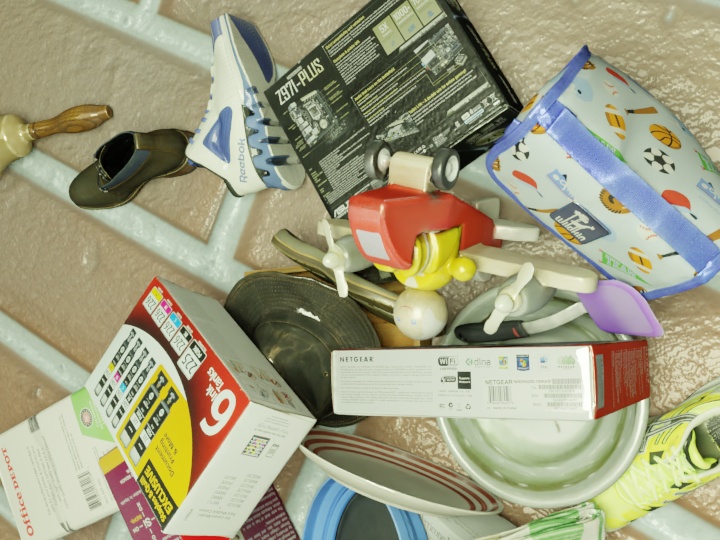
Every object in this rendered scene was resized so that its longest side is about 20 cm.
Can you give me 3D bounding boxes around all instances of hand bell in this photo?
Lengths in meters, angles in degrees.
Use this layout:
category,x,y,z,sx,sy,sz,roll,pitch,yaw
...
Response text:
category,x,y,z,sx,sy,sz,roll,pitch,yaw
hand bell,-0.403,-0.179,0.970,0.198,0.104,0.105,-12,87,13

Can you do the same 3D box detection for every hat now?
category,x,y,z,sx,sy,sz,roll,pitch,yaw
hat,-0.074,0.101,0.762,0.199,0.081,0.202,14,128,19

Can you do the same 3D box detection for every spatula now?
category,x,y,z,sx,sy,sz,roll,pitch,yaw
spatula,0.152,0.042,0.641,0.199,0.021,0.057,-16,116,47

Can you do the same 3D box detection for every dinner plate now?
category,x,y,z,sx,sy,sz,roll,pitch,yaw
dinner plate,0.030,0.185,0.692,0.199,0.200,0.024,16,86,25

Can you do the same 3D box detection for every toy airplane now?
category,x,y,z,sx,sy,sz,roll,pitch,yaw
toy airplane,0.066,-0.011,0.636,0.198,0.200,0.142,15,87,-12

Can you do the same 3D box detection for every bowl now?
category,x,y,z,sx,sy,sz,roll,pitch,yaw
bowl,0.003,0.296,0.747,0.200,0.039,0.202,-20,67,56

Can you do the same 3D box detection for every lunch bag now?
category,x,y,z,sx,sy,sz,roll,pitch,yaw
lunch bag,0.190,-0.075,0.586,0.170,0.200,0.124,41,110,-1

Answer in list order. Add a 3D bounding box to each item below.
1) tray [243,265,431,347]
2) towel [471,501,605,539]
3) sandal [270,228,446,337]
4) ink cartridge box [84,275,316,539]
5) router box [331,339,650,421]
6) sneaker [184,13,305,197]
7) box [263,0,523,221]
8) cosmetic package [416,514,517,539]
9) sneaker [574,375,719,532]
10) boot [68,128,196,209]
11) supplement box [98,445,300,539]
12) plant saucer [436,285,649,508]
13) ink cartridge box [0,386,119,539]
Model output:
category,x,y,z,sx,sy,sz,roll,pitch,yaw
tray,-0.027,0.041,0.807,0.199,0.037,0.099,-5,89,27
towel,0.116,0.283,0.634,0.023,0.199,0.154,-147,49,-65
sandal,0.000,0.000,0.741,0.199,0.080,0.054,30,83,26
ink cartridge box,-0.162,0.136,0.691,0.200,0.084,0.176,40,99,43
router box,0.106,0.082,0.604,0.199,0.179,0.049,-5,84,31
sneaker,-0.145,-0.166,0.833,0.114,0.080,0.201,-19,85,23
box,0.032,-0.159,0.743,0.199,0.086,0.164,-35,77,22
cosmetic package,0.090,0.327,0.713,0.113,0.081,0.202,22,103,55
sneaker,0.258,0.155,0.649,0.200,0.076,0.076,-46,75,21
boot,-0.292,-0.122,0.896,0.199,0.097,0.075,-19,83,25
supplement box,-0.168,0.257,0.831,0.103,0.131,0.201,-35,76,23
plant saucer,0.163,0.110,0.701,0.199,0.050,0.202,-3,85,32
ink cartridge box,-0.335,0.231,0.936,0.199,0.084,0.146,-28,79,24
